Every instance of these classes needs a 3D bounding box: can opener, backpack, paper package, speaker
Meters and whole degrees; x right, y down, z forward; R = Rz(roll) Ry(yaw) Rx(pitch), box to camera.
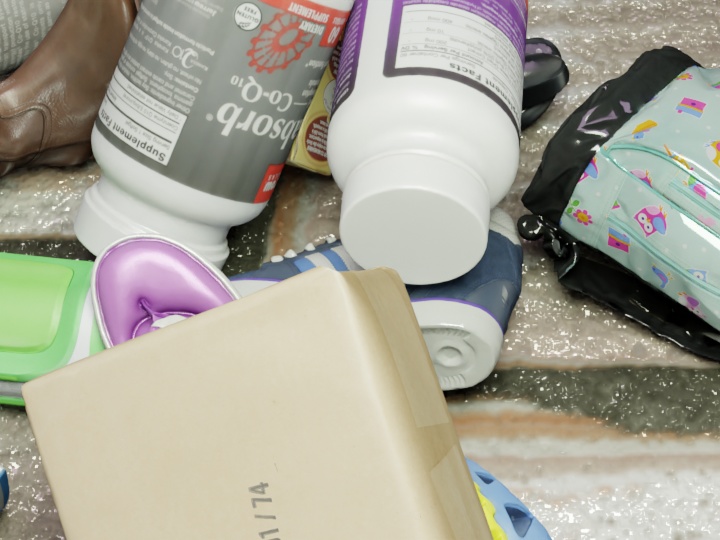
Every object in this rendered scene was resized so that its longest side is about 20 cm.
[{"bbox_3d":[0.039,-0.118,1.068,0.198,0.079,0.064,-9,65,8],"label":"can opener"},{"bbox_3d":[0.215,-0.037,0.954,0.199,0.127,0.167,37,55,19],"label":"backpack"},{"bbox_3d":[-0.043,0.118,0.794,0.189,0.103,0.202,-20,85,17],"label":"paper package"},{"bbox_3d":[-0.228,0.031,0.961,0.197,0.089,0.089,6,54,8],"label":"speaker"}]

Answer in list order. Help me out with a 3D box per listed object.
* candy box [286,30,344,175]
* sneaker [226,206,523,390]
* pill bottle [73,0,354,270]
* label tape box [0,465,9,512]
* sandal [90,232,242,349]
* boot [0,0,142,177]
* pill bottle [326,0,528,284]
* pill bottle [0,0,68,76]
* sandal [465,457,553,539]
[{"bbox_3d":[-0.048,-0.174,1.043,0.114,0.055,0.202,18,90,29],"label":"candy box"},{"bbox_3d":[0.000,0.000,0.982,0.198,0.081,0.147,2,42,12],"label":"sneaker"},{"bbox_3d":[-0.091,-0.098,0.956,0.115,0.202,0.116,23,15,-7],"label":"pill bottle"},{"bbox_3d":[-0.312,0.119,0.873,0.199,0.066,0.144,33,65,2],"label":"label tape box"},{"bbox_3d":[-0.081,0.068,0.890,0.082,0.050,0.204,-28,88,-8],"label":"sandal"},{"bbox_3d":[-0.231,-0.104,0.979,0.199,0.187,0.064,-21,59,-30],"label":"boot"},{"bbox_3d":[0.039,-0.096,0.933,0.110,0.112,0.202,3,52,6],"label":"pill bottle"},{"bbox_3d":[-0.253,-0.176,1.030,0.199,0.114,0.114,-29,56,-30],"label":"pill bottle"},{"bbox_3d":[0.093,0.174,0.852,0.086,0.080,0.200,2,36,-41],"label":"sandal"}]
